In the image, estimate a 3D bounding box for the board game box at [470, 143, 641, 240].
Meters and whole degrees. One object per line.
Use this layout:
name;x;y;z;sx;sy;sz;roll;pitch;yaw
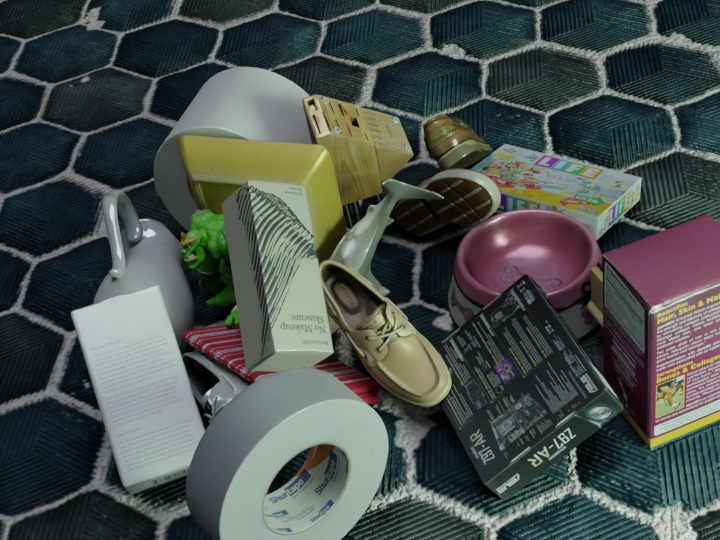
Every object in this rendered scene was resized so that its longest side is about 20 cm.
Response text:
board game box;0.240;-0.103;1.694;0.199;0.034;0.134;17;33;29

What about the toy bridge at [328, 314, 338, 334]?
toy bridge;-0.029;0.052;1.594;0.199;0.027;0.067;20;47;31

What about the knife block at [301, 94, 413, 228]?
knife block;-0.028;-0.124;1.655;0.199;0.176;0.064;10;47;-41

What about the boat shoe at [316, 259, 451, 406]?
boat shoe;0.019;0.068;1.443;0.071;0.065;0.200;-43;67;-7

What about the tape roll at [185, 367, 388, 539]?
tape roll;-0.070;0.197;1.296;0.200;0.201;0.066;-31;44;-24

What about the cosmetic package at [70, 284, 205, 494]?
cosmetic package;-0.235;0.129;1.435;0.101;0.071;0.201;-17;76;-9

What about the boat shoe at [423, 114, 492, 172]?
boat shoe;0.122;-0.166;1.705;0.072;0.200;0.068;-34;85;5

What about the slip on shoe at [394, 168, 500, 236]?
slip on shoe;0.116;-0.091;1.642;0.061;0.076;0.200;-40;7;-28

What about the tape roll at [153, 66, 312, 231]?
tape roll;-0.149;-0.142;1.713;0.201;0.204;0.139;7;43;19

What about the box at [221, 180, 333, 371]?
box;-0.092;0.007;1.452;0.082;0.068;0.201;2;67;-36

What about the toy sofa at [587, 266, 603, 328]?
toy sofa;0.361;0.023;1.491;0.199;0.098;0.083;-21;42;-12

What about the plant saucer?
plant saucer;-0.122;-0.069;1.625;0.199;0.201;0.049;6;47;19

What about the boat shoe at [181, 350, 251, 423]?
boat shoe;-0.144;0.146;1.455;0.068;0.072;0.200;5;30;-33

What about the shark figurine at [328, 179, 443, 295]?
shark figurine;0.011;-0.015;1.574;0.089;0.128;0.215;38;90;-2

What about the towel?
towel;-0.088;0.108;1.494;0.199;0.023;0.144;27;20;36

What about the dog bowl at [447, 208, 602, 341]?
dog bowl;0.199;0.005;1.567;0.199;0.074;0.201;-6;39;5

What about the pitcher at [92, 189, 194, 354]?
pitcher;-0.268;0.014;1.578;0.121;0.172;0.201;-21;36;15

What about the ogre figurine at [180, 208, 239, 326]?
ogre figurine;-0.156;-0.011;1.572;0.098;0.121;0.200;-18;17;-3

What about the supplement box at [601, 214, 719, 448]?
supplement box;0.328;0.065;1.369;0.130;0.201;0.103;-19;41;-12

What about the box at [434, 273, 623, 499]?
box;0.165;0.120;1.406;0.160;0.044;0.200;-40;40;9
